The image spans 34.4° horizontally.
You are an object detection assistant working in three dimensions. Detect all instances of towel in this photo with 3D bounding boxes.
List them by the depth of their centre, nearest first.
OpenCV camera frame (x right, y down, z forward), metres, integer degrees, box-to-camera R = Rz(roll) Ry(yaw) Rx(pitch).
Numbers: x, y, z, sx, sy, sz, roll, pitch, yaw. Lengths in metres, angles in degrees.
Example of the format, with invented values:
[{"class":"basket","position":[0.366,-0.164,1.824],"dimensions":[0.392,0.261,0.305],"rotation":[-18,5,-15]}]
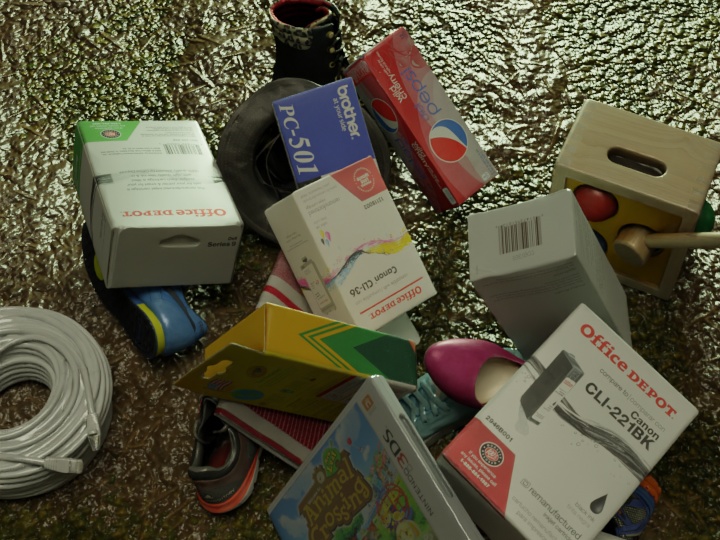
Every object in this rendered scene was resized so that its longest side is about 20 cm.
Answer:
[{"class":"towel","position":[-0.057,0.094,1.184],"dimensions":[0.143,0.023,0.202],"rotation":[36,54,-22]}]

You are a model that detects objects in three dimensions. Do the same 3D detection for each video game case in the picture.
[{"class":"video game case","position":[0.005,0.230,1.051],"dimensions":[0.022,0.201,0.183],"rotation":[2,44,-44]}]

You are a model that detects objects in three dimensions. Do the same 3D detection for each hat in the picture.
[{"class":"hat","position":[-0.065,-0.119,1.338],"dimensions":[0.196,0.081,0.205],"rotation":[0,94,-4]}]

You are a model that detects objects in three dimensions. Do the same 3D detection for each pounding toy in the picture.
[{"class":"pounding toy","position":[0.299,-0.060,1.233],"dimensions":[0.197,0.185,0.143],"rotation":[21,58,15]}]

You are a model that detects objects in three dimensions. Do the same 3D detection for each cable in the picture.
[{"class":"cable","position":[-0.350,0.133,1.188],"dimensions":[0.196,0.070,0.203],"rotation":[-3,54,0]}]

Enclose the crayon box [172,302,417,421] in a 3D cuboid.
[{"class":"crayon box","position":[-0.061,0.088,1.089],"dimensions":[0.197,0.126,0.052],"rotation":[16,60,-31]}]

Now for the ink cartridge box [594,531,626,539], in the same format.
[{"class":"ink cartridge box","position":[0.277,0.338,1.020],"dimensions":[0.197,0.084,0.147],"rotation":[17,56,14]}]

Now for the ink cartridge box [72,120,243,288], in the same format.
[{"class":"ink cartridge box","position":[-0.226,-0.076,1.270],"dimensions":[0.143,0.085,0.201],"rotation":[-2,40,-24]}]

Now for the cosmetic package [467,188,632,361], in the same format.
[{"class":"cosmetic package","position":[0.192,0.018,1.159],"dimensions":[0.111,0.200,0.082],"rotation":[-13,54,21]}]

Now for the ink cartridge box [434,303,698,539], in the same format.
[{"class":"ink cartridge box","position":[0.180,0.153,1.037],"dimensions":[0.144,0.084,0.200],"rotation":[43,69,11]}]

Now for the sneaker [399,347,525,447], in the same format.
[{"class":"sneaker","position":[0.078,0.124,1.174],"dimensions":[0.197,0.083,0.074],"rotation":[-23,56,-14]}]

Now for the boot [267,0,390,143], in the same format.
[{"class":"boot","position":[-0.019,-0.236,1.380],"dimensions":[0.200,0.155,0.074],"rotation":[16,56,13]}]

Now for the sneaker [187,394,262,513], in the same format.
[{"class":"sneaker","position":[-0.123,0.135,1.163],"dimensions":[0.076,0.082,0.203],"rotation":[-3,53,20]}]

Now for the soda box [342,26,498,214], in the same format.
[{"class":"soda box","position":[0.069,-0.169,1.328],"dimensions":[0.070,0.063,0.201],"rotation":[-37,97,-21]}]

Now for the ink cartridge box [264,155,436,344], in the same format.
[{"class":"ink cartridge box","position":[0.000,0.000,1.200],"dimensions":[0.116,0.067,0.203],"rotation":[-28,93,-36]}]

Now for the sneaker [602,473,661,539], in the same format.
[{"class":"sneaker","position":[0.187,0.210,1.120],"dimensions":[0.196,0.076,0.079],"rotation":[14,60,13]}]

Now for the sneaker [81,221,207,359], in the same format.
[{"class":"sneaker","position":[-0.239,0.015,1.276],"dimensions":[0.078,0.067,0.200],"rotation":[-18,52,-34]}]

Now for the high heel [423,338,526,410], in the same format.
[{"class":"high heel","position":[0.156,0.120,1.108],"dimensions":[0.198,0.096,0.068],"rotation":[30,83,-24]}]

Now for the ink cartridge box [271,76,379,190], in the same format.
[{"class":"ink cartridge box","position":[-0.025,-0.100,1.278],"dimensions":[0.092,0.044,0.203],"rotation":[-18,96,-4]}]
